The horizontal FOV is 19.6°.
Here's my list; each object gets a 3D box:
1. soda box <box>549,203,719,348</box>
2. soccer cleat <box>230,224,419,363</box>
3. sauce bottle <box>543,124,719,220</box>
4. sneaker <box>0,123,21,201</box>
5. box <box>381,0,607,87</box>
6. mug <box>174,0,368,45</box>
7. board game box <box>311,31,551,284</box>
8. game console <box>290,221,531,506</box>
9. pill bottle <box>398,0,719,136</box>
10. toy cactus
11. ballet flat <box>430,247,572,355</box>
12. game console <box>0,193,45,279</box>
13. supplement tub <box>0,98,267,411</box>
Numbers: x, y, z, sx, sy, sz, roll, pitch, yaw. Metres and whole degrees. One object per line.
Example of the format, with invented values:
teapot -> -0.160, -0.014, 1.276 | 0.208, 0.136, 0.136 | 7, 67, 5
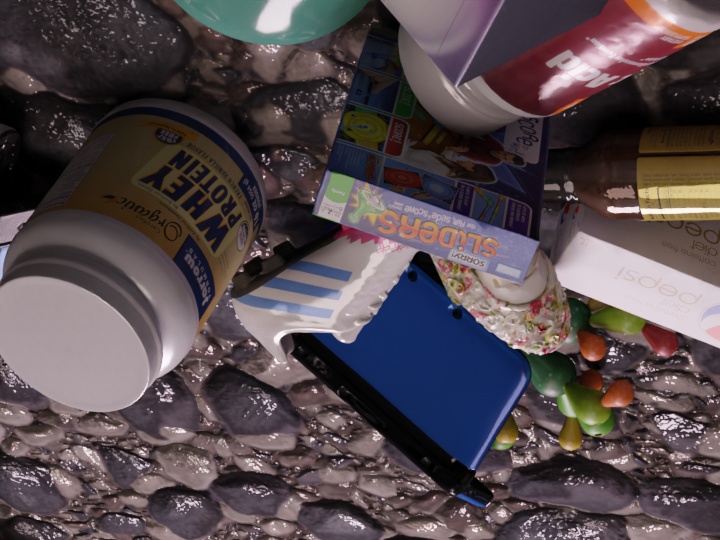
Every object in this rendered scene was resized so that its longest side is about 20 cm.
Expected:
soda box -> 0.236, 0.002, 1.462 | 0.200, 0.064, 0.068 | 21, 145, -7
soccer cleat -> 0.000, 0.000, 1.513 | 0.200, 0.070, 0.086 | -27, 102, 24
sauce bottle -> 0.198, -0.065, 1.385 | 0.200, 0.065, 0.065 | 2, 142, 20
sneaker -> -0.315, -0.070, 1.602 | 0.087, 0.076, 0.200 | 35, 145, 8
box -> 0.059, -0.240, 1.079 | 0.198, 0.123, 0.200 | 50, 147, 15
mug -> -0.038, -0.202, 1.220 | 0.185, 0.152, 0.114 | 23, 147, -9
board game box -> 0.051, -0.076, 1.317 | 0.135, 0.200, 0.035 | 19, 121, -2
game console -> 0.042, 0.070, 1.597 | 0.200, 0.118, 0.171 | 41, -179, 20
pill bottle -> 0.122, -0.160, 1.245 | 0.114, 0.114, 0.200 | 36, 141, -25
toy cactus -> 0.136, 0.056, 1.574 | 0.165, 0.102, 0.200 | 42, 144, -3
ballet flat -> 0.077, -0.027, 1.418 | 0.200, 0.076, 0.064 | 50, 160, -1
game console -> -0.259, 0.042, 1.610 | 0.176, 0.117, 0.200 | -13, 153, -23
supplement tub -> -0.163, -0.011, 1.470 | 0.144, 0.200, 0.145 | 13, 134, 14
